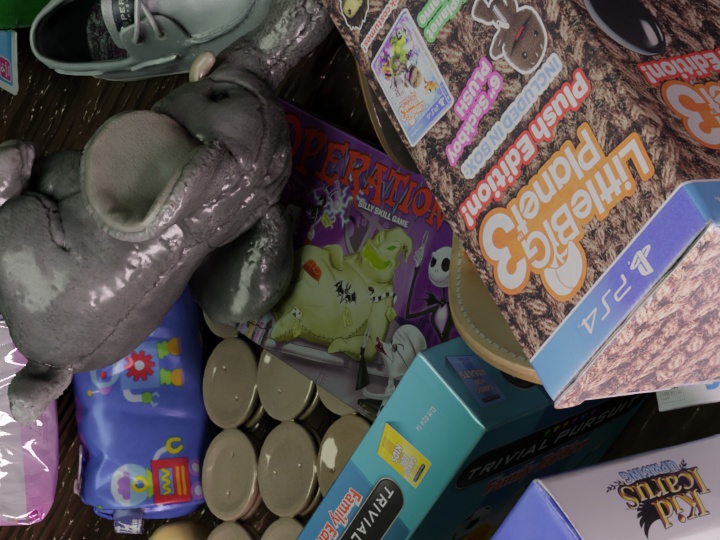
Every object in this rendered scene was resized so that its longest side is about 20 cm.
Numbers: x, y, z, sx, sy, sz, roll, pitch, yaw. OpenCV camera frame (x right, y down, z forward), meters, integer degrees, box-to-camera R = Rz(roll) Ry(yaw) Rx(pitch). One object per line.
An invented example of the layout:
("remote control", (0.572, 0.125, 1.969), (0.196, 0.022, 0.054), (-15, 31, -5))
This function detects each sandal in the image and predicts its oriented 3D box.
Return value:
("sandal", (0.071, -0.029, 0.962), (0.212, 0.077, 0.070), (-101, 5, -64))

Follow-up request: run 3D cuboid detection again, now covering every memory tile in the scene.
("memory tile", (-0.034, 0.080, 1.183), (0.153, 0.017, 0.202), (-13, 73, 49))

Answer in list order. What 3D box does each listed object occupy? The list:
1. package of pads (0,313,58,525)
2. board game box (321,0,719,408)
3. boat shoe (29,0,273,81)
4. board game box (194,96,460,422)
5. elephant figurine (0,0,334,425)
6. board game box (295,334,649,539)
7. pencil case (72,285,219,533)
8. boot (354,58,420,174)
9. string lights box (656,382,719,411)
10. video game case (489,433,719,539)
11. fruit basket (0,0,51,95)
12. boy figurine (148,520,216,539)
("package of pads", (-0.213, 0.065, 1.308), (0.200, 0.075, 0.121), (-128, 38, -78))
("board game box", (0.105, -0.065, 0.822), (0.097, 0.159, 0.201), (-53, 55, 39))
("boat shoe", (-0.111, -0.137, 1.227), (0.200, 0.071, 0.071), (-10, 88, 50))
("board game box", (0.000, 0.000, 1.124), (0.200, 0.032, 0.121), (30, 98, 46))
("elephant figurine", (-0.092, -0.039, 1.131), (0.199, 0.141, 0.156), (-22, 93, 25))
("board game box", (0.044, 0.101, 1.018), (0.047, 0.151, 0.200), (48, 130, 21))
("pencil case", (-0.129, 0.045, 1.265), (0.078, 0.086, 0.202), (136, 125, -84))
("boot", (0.012, -0.146, 1.088), (0.075, 0.073, 0.202), (-1, 101, 62))
("string lights box", (0.159, -0.050, 0.935), (0.102, 0.059, 0.202), (-15, 83, 50))
("video game case", (0.100, 0.150, 0.940), (0.046, 0.180, 0.201), (54, 132, 29))
("fruit basket", (-0.254, -0.220, 1.362), (0.199, 0.093, 0.187), (26, 114, 41))
("boy figurine", (-0.084, 0.240, 1.257), (0.124, 0.064, 0.201), (-24, 77, 48))
